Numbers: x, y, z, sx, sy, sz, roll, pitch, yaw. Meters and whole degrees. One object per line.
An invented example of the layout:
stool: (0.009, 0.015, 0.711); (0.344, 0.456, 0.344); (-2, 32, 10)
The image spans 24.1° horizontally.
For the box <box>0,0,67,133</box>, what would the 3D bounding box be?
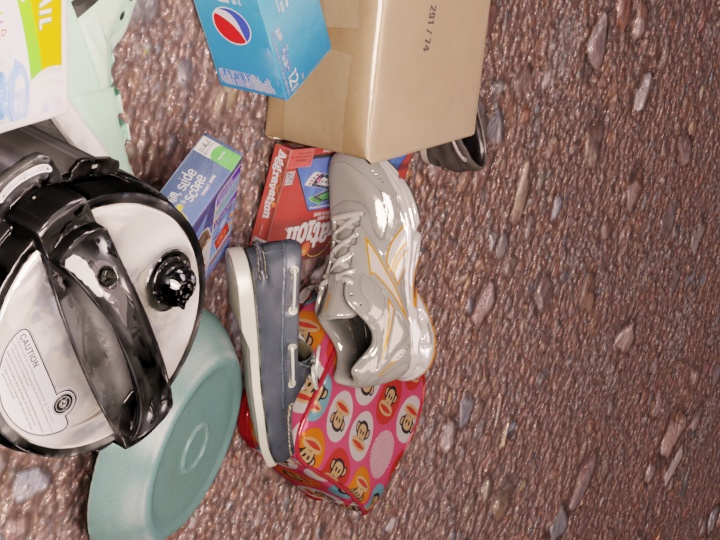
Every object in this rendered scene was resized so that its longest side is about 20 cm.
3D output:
box: (-0.233, -0.180, 0.923); (0.112, 0.101, 0.200); (-28, 128, -52)

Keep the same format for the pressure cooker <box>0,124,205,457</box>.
pressure cooker: (-0.189, 0.009, 0.977); (0.176, 0.200, 0.179); (14, 100, -54)

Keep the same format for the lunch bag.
lunch bag: (-0.014, 0.105, 1.470); (0.176, 0.082, 0.200); (-65, 149, -17)

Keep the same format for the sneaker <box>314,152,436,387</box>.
sneaker: (0.000, 0.000, 1.359); (0.092, 0.076, 0.200); (-17, 96, -42)

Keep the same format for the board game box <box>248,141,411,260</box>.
board game box: (-0.022, -0.062, 1.424); (0.200, 0.019, 0.103); (-13, 124, -58)

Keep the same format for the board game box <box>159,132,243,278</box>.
board game box: (-0.151, 0.016, 1.178); (0.200, 0.034, 0.135); (-57, 172, -29)

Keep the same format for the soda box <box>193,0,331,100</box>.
soda box: (-0.082, -0.222, 1.201); (0.068, 0.064, 0.200); (-53, 145, -33)

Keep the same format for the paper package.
paper package: (0.021, -0.201, 1.353); (0.191, 0.103, 0.200); (-20, 120, -55)

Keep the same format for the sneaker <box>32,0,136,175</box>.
sneaker: (-0.165, -0.125, 1.093); (0.118, 0.074, 0.201); (-51, 142, -24)

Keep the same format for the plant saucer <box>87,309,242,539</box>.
plant saucer: (-0.138, 0.128, 1.269); (0.200, 0.036, 0.200); (-57, 160, -35)

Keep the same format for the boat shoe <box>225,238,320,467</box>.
boat shoe: (-0.063, 0.064, 1.306); (0.062, 0.075, 0.200); (-11, 117, -9)

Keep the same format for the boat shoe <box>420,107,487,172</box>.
boat shoe: (0.084, -0.177, 1.519); (0.067, 0.057, 0.200); (-46, 141, -40)
